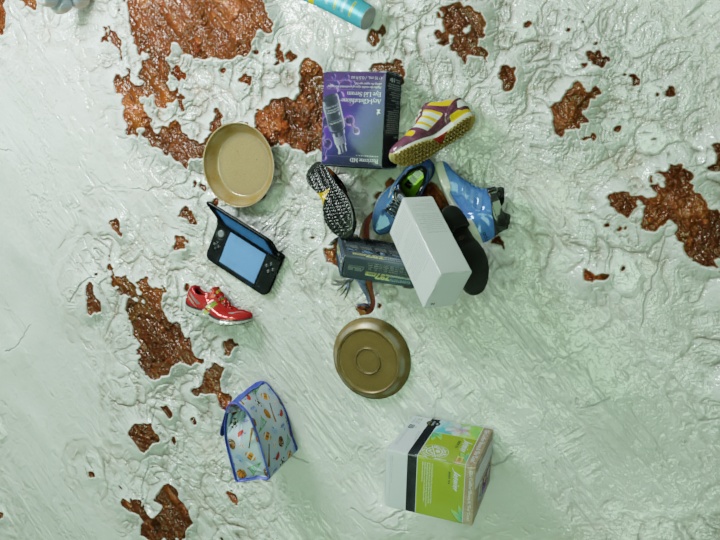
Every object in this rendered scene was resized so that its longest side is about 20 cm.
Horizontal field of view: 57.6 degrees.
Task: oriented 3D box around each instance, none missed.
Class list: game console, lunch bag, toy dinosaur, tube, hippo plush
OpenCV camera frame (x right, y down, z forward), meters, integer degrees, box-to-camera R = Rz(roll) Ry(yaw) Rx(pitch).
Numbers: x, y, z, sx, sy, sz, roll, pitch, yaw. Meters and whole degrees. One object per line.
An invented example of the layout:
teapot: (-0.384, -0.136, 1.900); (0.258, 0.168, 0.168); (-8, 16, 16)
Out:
game console: (-0.295, -0.050, 1.578); (0.199, 0.116, 0.177); (32, 110, 15)
lunch bag: (-0.258, 0.391, 1.617); (0.123, 0.170, 0.202); (-11, 97, 19)
toy dinosaur: (0.000, 0.000, 1.474); (0.199, 0.105, 0.182); (-37, 88, 22)
tube: (-0.059, -0.590, 1.421); (0.199, 0.050, 0.078); (36, 104, 18)
hippo plush: (-0.774, -0.744, 1.616); (0.160, 0.200, 0.160); (38, 90, 20)

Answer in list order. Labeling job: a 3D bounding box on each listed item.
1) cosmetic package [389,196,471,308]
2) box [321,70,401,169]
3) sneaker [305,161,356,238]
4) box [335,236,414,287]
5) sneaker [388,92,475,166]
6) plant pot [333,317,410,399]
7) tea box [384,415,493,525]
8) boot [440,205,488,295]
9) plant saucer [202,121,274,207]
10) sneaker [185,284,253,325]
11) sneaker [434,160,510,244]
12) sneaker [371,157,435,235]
cosmetic package: (0.132, -0.038, 1.271); (0.102, 0.071, 0.201); (111, 147, -47)
box: (0.002, -0.322, 1.411); (0.146, 0.104, 0.202); (6, 102, 21)
sneaker: (-0.045, -0.151, 1.444); (0.070, 0.090, 0.201); (-38, 61, 21)
box: (0.051, -0.018, 1.378); (0.198, 0.158, 0.052); (8, 107, -9)
sneaker: (0.134, -0.291, 1.352); (0.199, 0.075, 0.090); (-28, 65, -10)
plant pot: (0.021, 0.211, 1.545); (0.198, 0.027, 0.202); (4, 101, 21)
tea box: (0.175, 0.427, 1.427); (0.195, 0.200, 0.135); (6, 102, 20)
boot: (0.189, -0.032, 1.361); (0.069, 0.174, 0.202); (-14, 79, -14)
plant saucer: (-0.288, -0.255, 1.580); (0.198, 0.035, 0.203); (4, 102, 21)
sneaker: (-0.359, 0.085, 1.654); (0.198, 0.077, 0.086); (15, 100, 19)
sneaker: (0.239, -0.158, 1.364); (0.110, 0.077, 0.201); (-27, 71, 5)
sneaker: (0.083, -0.158, 1.409); (0.078, 0.089, 0.201); (34, 114, 1)
